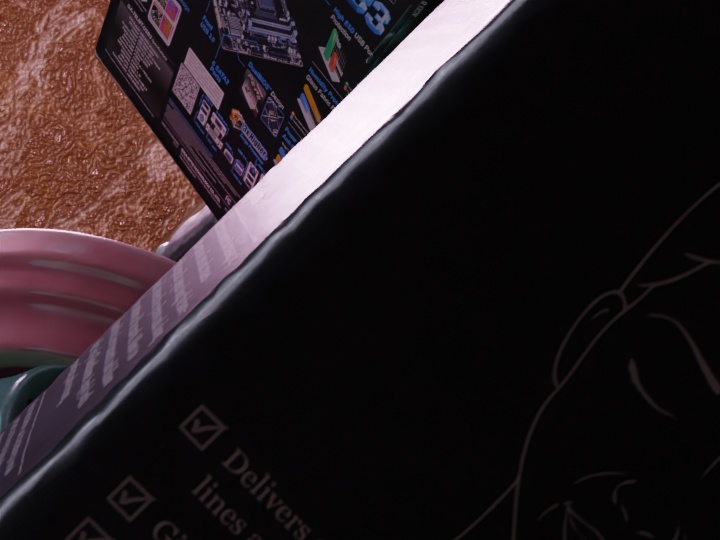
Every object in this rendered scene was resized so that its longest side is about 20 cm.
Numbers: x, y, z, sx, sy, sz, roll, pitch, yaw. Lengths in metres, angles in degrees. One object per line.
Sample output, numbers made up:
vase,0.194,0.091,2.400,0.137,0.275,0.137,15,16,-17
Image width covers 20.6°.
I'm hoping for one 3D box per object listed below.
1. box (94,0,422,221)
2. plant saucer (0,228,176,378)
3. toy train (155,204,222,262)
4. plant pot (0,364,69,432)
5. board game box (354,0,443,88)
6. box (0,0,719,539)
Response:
box,-0.034,-0.112,0.894,0.050,0.200,0.199,-14,-36,-37
plant saucer,-0.124,0.062,0.903,0.200,0.200,0.051,-36,32,46
toy train,-0.072,0.035,1.019,0.200,0.114,0.085,-37,10,41
plant pot,-0.176,0.133,0.828,0.188,0.200,0.200,-25,15,20
board game box,0.000,0.000,0.790,0.135,0.028,0.200,-55,-17,-38
box,0.038,0.035,0.364,0.200,0.148,0.107,-44,9,0
